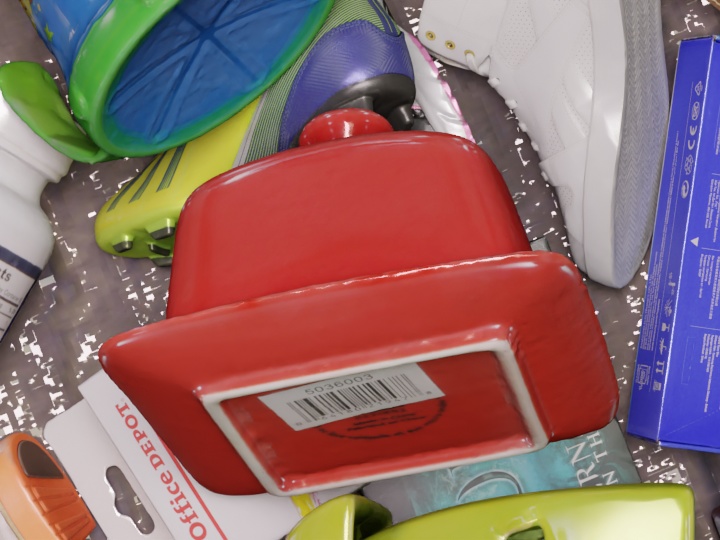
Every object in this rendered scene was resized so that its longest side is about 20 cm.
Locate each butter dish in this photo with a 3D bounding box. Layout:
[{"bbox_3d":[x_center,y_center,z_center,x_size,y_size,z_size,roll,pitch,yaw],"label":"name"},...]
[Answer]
[{"bbox_3d":[0.000,0.000,1.061,0.199,0.200,0.149,-11,65,8],"label":"butter dish"}]

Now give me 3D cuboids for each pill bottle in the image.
[{"bbox_3d":[-0.214,0.001,1.160,0.111,0.111,0.201,30,86,-3],"label":"pill bottle"}]

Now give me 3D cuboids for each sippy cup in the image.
[{"bbox_3d":[-0.098,-0.141,1.072,0.178,0.140,0.130,-40,71,-1],"label":"sippy cup"}]

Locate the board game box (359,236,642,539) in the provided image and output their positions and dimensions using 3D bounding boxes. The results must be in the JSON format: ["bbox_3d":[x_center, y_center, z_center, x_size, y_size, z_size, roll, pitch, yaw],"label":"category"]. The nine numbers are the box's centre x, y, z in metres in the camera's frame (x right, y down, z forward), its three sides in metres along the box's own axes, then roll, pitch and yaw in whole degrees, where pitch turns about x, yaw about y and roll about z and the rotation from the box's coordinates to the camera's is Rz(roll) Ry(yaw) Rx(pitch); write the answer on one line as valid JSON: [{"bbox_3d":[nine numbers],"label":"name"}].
[{"bbox_3d":[0.066,0.101,1.223,0.135,0.028,0.201,-22,90,-5],"label":"board game box"}]

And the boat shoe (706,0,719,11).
[{"bbox_3d":[0.144,-0.177,1.225,0.200,0.072,0.068,45,112,-8],"label":"boat shoe"}]

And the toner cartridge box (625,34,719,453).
[{"bbox_3d":[0.195,-0.009,1.218,0.094,0.043,0.201,8,90,-17],"label":"toner cartridge box"}]

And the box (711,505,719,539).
[{"bbox_3d":[0.302,0.157,1.172,0.199,0.164,0.167,-24,93,-5],"label":"box"}]

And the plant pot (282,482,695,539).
[{"bbox_3d":[0.059,0.193,1.102,0.180,0.200,0.201,2,83,6],"label":"plant pot"}]

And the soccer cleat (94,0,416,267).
[{"bbox_3d":[-0.053,-0.067,1.171,0.200,0.064,0.084,-31,65,34],"label":"soccer cleat"}]

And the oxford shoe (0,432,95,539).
[{"bbox_3d":[-0.144,0.182,1.191,0.073,0.071,0.201,-30,85,12],"label":"oxford shoe"}]

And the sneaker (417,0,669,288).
[{"bbox_3d":[0.088,-0.093,1.216,0.115,0.074,0.201,7,112,27],"label":"sneaker"}]

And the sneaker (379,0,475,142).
[{"bbox_3d":[-0.010,-0.093,1.207,0.086,0.080,0.201,-32,80,2],"label":"sneaker"}]

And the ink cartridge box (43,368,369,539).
[{"bbox_3d":[-0.052,0.070,1.173,0.199,0.068,0.115,-34,87,6],"label":"ink cartridge box"}]
